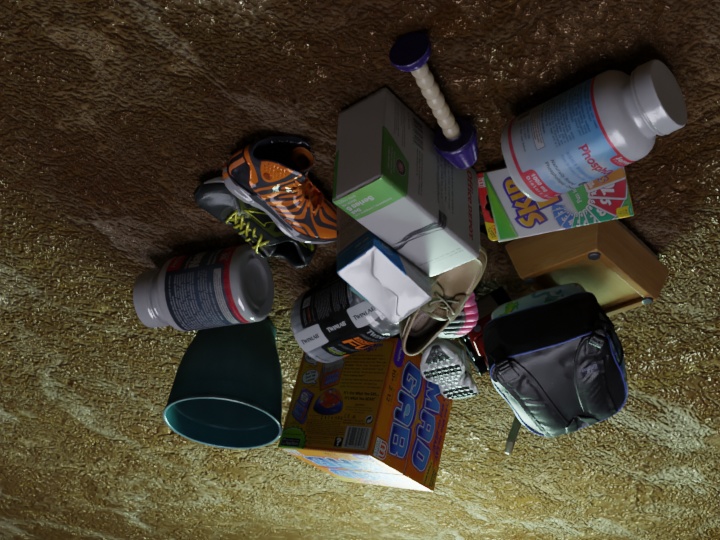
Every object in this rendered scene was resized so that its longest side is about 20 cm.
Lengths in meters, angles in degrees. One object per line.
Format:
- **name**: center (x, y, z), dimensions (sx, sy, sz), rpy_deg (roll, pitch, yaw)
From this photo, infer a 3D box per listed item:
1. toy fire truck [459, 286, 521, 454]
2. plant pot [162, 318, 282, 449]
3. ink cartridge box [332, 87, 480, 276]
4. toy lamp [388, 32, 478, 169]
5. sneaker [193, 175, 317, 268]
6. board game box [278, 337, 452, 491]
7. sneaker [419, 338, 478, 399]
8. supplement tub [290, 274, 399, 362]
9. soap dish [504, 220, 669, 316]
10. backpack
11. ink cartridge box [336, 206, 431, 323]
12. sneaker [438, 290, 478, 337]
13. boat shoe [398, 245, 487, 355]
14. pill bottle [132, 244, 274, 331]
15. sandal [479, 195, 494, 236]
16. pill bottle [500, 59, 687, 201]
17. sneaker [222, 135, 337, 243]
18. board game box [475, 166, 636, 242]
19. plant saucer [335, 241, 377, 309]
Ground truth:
- **toy fire truck**: center (0.226, 0.160, 1.559), dimensions (0.128, 0.201, 0.176), rpy_deg (-30, 142, -2)
- **plant pot**: center (-0.221, 0.176, 1.702), dimensions (0.198, 0.190, 0.201), rpy_deg (4, 147, 2)
- **ink cartridge box**: center (0.061, -0.107, 1.257), dimensions (0.084, 0.147, 0.200), rpy_deg (-24, 137, 33)
- **toy lamp**: center (0.094, -0.196, 1.201), dimensions (0.058, 0.059, 0.200), rpy_deg (-11, 142, 24)
- **sneaker**: center (-0.142, -0.068, 1.409), dimensions (0.198, 0.085, 0.074), rpy_deg (20, 144, -20)
- **board game box**: center (0.016, 0.245, 1.712), dimensions (0.199, 0.202, 0.200), rpy_deg (-3, 153, 38)
- **sneaker**: center (0.143, 0.148, 1.656), dimensions (0.074, 0.082, 0.200), rpy_deg (-9, 153, 14)
- **supplement tub**: center (-0.005, 0.059, 1.547), dimensions (0.122, 0.124, 0.199), rpy_deg (30, 141, -32)
- **soap dish**: center (0.327, -0.003, 1.435), dimensions (0.157, 0.082, 0.199), rpy_deg (-23, 138, 37)
- **backpack**: center (0.283, 0.126, 1.416), dimensions (0.181, 0.148, 0.201), rpy_deg (-20, 129, 17)
- **ink cartridge box**: center (0.029, -0.039, 1.332), dimensions (0.067, 0.201, 0.116), rpy_deg (-37, 119, 23)
- **sneaker**: center (0.135, 0.014, 1.473), dimensions (0.078, 0.096, 0.201), rpy_deg (1, 133, 0)
- **boat shoe**: center (0.116, 0.043, 1.391), dimensions (0.071, 0.065, 0.201), rpy_deg (21, 130, -12)
- **pill bottle**: center (-0.246, 0.032, 1.547), dimensions (0.198, 0.121, 0.120), rpy_deg (-9, 144, 22)
- **sandal**: center (0.181, -0.073, 1.375), dimensions (0.198, 0.055, 0.082), rpy_deg (0, 147, 9)
- **pill bottle**: center (0.272, -0.165, 1.170), dimensions (0.199, 0.110, 0.108), rpy_deg (-24, 137, 38)
- **sneaker**: center (-0.080, -0.108, 1.344), dimensions (0.199, 0.078, 0.112), rpy_deg (27, 143, -29)
- **board game box**: center (0.248, -0.100, 1.299), dimensions (0.198, 0.097, 0.030), rpy_deg (-11, -172, 27)
- **plant saucer**: center (0.000, 0.000, 1.402), dimensions (0.070, 0.200, 0.019), rpy_deg (36, 104, -18)
